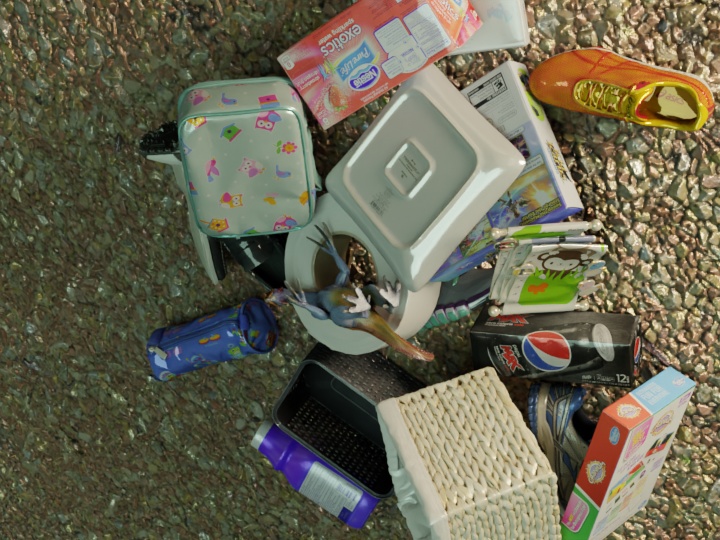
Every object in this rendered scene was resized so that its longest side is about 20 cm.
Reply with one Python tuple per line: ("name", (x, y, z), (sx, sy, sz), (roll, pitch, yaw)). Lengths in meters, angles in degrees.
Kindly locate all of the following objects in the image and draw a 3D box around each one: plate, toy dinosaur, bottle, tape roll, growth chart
("plate", (0.061, -0.112, 1.326), (0.200, 0.032, 0.200), (-50, 58, 18))
("toy dinosaur", (-0.036, 0.050, 1.387), (0.181, 0.105, 0.201), (-23, 95, 58))
("bottle", (-0.062, 0.283, 1.665), (0.199, 0.065, 0.084), (32, 124, 7))
("tape roll", (0.000, 0.000, 1.445), (0.201, 0.071, 0.204), (9, 105, 37))
("growth chart", (0.213, -0.001, 1.335), (0.143, 0.018, 0.201), (-7, 148, -1))

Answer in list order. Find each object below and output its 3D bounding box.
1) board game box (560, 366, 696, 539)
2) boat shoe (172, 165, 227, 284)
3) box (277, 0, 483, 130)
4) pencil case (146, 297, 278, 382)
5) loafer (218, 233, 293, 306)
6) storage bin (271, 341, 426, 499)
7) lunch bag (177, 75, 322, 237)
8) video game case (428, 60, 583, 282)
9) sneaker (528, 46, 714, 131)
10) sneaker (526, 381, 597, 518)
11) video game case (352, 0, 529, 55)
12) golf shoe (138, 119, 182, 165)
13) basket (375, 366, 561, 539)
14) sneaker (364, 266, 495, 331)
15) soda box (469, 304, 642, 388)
("board game box", (0.318, 0.228, 1.404), (0.040, 0.152, 0.201), (34, 127, 32))
("boat shoe", (-0.198, -0.079, 1.543), (0.074, 0.060, 0.202), (34, 140, 61))
("box", (0.022, -0.254, 1.299), (0.199, 0.095, 0.103), (-28, 102, 35))
("pencil case", (-0.212, 0.097, 1.628), (0.199, 0.087, 0.079), (-18, 74, 30))
("loafer", (-0.132, -0.032, 1.497), (0.068, 0.071, 0.201), (-32, 119, 21))
("storage bin", (-0.001, 0.191, 1.572), (0.199, 0.094, 0.136), (36, 125, 5))
("lunch bag", (-0.128, -0.130, 1.372), (0.159, 0.077, 0.201), (-8, 137, -3))
("video game case", (0.133, -0.109, 1.336), (0.199, 0.045, 0.183), (-29, 72, 34))
("sneaker", (0.275, -0.194, 1.248), (0.198, 0.077, 0.074), (10, 115, 20))
("sneaker", (0.272, 0.233, 1.478), (0.085, 0.077, 0.201), (-9, 112, 24))
("video game case", (0.079, -0.329, 1.303), (0.198, 0.024, 0.183), (-2, 115, 26))
("golf shoe", (-0.175, -0.140, 1.456), (0.198, 0.078, 0.095), (-4, 128, -3))
("basket", (0.130, 0.259, 1.410), (0.160, 0.200, 0.199), (-20, 132, -8))
("sneaker", (0.091, 0.020, 1.453), (0.199, 0.074, 0.088), (-26, 98, 34))
("soda box", (0.237, 0.090, 1.419), (0.198, 0.071, 0.064), (3, 121, 24))
